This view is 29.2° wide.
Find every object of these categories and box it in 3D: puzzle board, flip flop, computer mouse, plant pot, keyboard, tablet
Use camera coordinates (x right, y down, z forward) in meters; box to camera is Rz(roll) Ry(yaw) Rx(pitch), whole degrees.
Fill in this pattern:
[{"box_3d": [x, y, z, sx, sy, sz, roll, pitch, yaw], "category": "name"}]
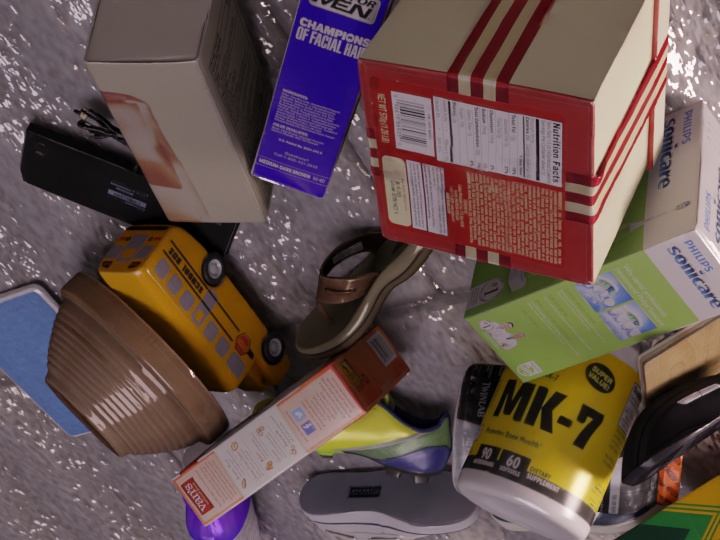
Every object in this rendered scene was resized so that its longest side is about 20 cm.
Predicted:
[{"box_3d": [0.285, 0.057, 1.086, 0.150, 0.017, 0.200, -32, 157, 0], "category": "puzzle board"}, {"box_3d": [0.000, 0.000, 1.173, 0.057, 0.081, 0.200, 28, 131, -19], "category": "flip flop"}, {"box_3d": [0.278, 0.109, 1.115, 0.046, 0.200, 0.141, 55, 171, 18], "category": "computer mouse"}, {"box_3d": [-0.221, 0.104, 1.264, 0.201, 0.093, 0.201, 41, 165, 14], "category": "plant pot"}, {"box_3d": [-0.194, -0.082, 1.192, 0.199, 0.021, 0.127, 21, 143, -7], "category": "keyboard"}, {"box_3d": [-0.311, 0.095, 1.410, 0.130, 0.014, 0.200, -17, 127, 30], "category": "tablet"}]

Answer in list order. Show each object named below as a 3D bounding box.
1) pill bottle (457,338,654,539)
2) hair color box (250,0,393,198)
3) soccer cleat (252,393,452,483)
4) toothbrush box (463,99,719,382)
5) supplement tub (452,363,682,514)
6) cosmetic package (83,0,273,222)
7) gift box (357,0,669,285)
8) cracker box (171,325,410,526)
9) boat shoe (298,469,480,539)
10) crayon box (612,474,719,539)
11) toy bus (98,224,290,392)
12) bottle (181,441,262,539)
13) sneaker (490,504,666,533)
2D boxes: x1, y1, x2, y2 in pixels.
[{"box_3d": [0.167, 0.110, 1.134, 0.114, 0.201, 0.114, 23, 164, 7], "category": "pill bottle"}, {"box_3d": [-0.019, -0.162, 0.993, 0.065, 0.110, 0.200, 18, 137, -2], "category": "hair color box"}, {"box_3d": [-0.006, 0.145, 1.350, 0.199, 0.065, 0.084, 14, 107, 9], "category": "soccer cleat"}, {"box_3d": [0.190, -0.020, 1.049, 0.200, 0.146, 0.086, -26, 122, 34], "category": "toothbrush box"}, {"box_3d": [0.187, 0.152, 1.241, 0.199, 0.123, 0.123, 6, 136, 12], "category": "supplement tub"}, {"box_3d": [-0.126, -0.130, 1.029, 0.087, 0.104, 0.200, 1, 148, 12], "category": "cosmetic package"}, {"box_3d": [0.100, -0.130, 0.938, 0.199, 0.187, 0.185, 18, 140, 19], "category": "gift box"}, {"box_3d": [-0.062, 0.139, 1.254, 0.200, 0.134, 0.058, -38, 89, 22], "category": "cracker box"}, {"box_3d": [0.036, 0.247, 1.429, 0.199, 0.074, 0.065, 2, 141, 29], "category": "boat shoe"}, {"box_3d": [0.340, 0.227, 1.241, 0.199, 0.058, 0.173, -4, 152, -39], "category": "crayon box"}, {"box_3d": [-0.146, 0.043, 1.251, 0.065, 0.078, 0.200, 0, 137, 39], "category": "toy bus"}, {"box_3d": [-0.150, 0.262, 1.481, 0.065, 0.084, 0.201, 4, 136, 13], "category": "bottle"}, {"box_3d": [0.200, 0.203, 1.322, 0.199, 0.075, 0.085, -15, 133, 29], "category": "sneaker"}]
